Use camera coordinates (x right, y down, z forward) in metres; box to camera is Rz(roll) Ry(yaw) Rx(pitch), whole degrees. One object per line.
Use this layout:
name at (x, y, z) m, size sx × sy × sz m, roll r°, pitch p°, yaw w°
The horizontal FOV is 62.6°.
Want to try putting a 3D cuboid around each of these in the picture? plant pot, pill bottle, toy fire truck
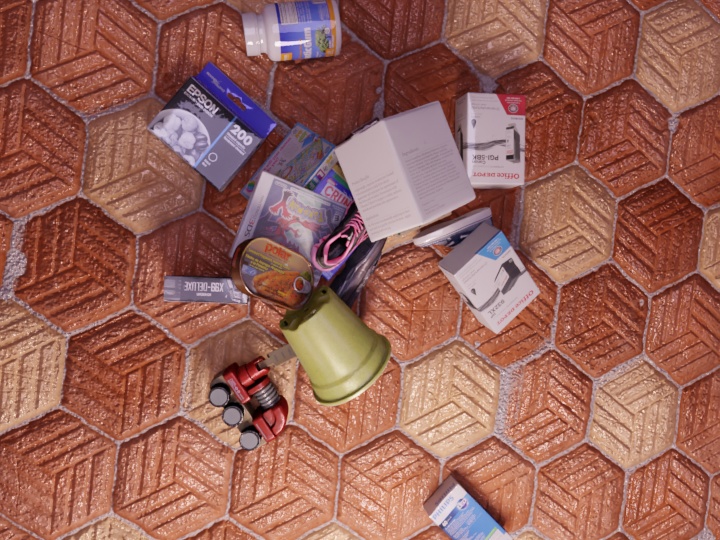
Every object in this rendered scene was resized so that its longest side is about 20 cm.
plant pot at (-0.066, 0.142, 1.231) m, size 0.200 × 0.200 × 0.185 m, roll -38°, pitch 112°, yaw -6°
pill bottle at (-0.145, -0.501, 1.241) m, size 0.197 × 0.112 × 0.114 m, roll -9°, pitch 95°, yaw -9°
toy fire truck at (-0.200, 0.256, 1.284) m, size 0.199 × 0.129 × 0.177 m, roll -33°, pitch 98°, yaw 3°

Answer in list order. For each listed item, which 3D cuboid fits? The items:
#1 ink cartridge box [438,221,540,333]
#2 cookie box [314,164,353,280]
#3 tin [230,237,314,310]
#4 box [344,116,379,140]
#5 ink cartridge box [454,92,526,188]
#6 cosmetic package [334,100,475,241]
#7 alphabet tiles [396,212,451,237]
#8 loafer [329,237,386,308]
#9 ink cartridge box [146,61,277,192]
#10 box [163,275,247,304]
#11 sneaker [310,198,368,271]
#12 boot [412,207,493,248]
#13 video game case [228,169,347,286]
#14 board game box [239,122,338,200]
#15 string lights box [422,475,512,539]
ink cartridge box at (0.292, 0.018, 1.333) m, size 0.145 × 0.084 × 0.200 m, roll -42°, pitch 118°, yaw -3°
cookie box at (-0.072, -0.109, 1.295) m, size 0.171 × 0.075 × 0.201 m, roll 40°, pitch 86°, yaw -10°
tin at (-0.167, 0.007, 1.145) m, size 0.199 × 0.041 × 0.114 m, roll 28°, pitch 72°, yaw -47°
box at (0.050, -0.225, 1.298) m, size 0.074 × 0.100 × 0.202 m, roll -30°, pitch 98°, yaw -7°
ink cartridge box at (0.294, -0.291, 1.346) m, size 0.144 × 0.083 × 0.203 m, roll -1°, pitch 93°, yaw -11°
cosmetic package at (0.084, -0.188, 1.141) m, size 0.164 × 0.164 × 0.202 m, roll -26°, pitch 97°, yaw -36°
alphabet tiles at (0.107, -0.173, 1.259) m, size 0.198 × 0.006 × 0.168 m, roll -24°, pitch 96°, yaw -9°
loafer at (0.000, 0.000, 1.327) m, size 0.063 × 0.072 × 0.201 m, roll 35°, pitch 93°, yaw -30°
ink cartridge box at (-0.311, -0.308, 1.259) m, size 0.198 × 0.043 × 0.201 m, roll 40°, pitch 85°, yaw -9°
box at (-0.304, 0.037, 1.199) m, size 0.155 × 0.200 × 0.051 m, roll 2°, pitch 89°, yaw -11°
sneaker at (-0.018, -0.078, 1.191) m, size 0.079 × 0.095 × 0.201 m, roll 40°, pitch 84°, yaw -8°
boot at (0.221, -0.069, 1.352) m, size 0.198 × 0.073 × 0.092 m, roll -21°, pitch 102°, yaw -9°
video game case at (-0.144, -0.081, 1.205) m, size 0.198 × 0.023 × 0.184 m, roll 20°, pitch 96°, yaw -27°
board game box at (-0.148, -0.205, 1.257) m, size 0.134 × 0.034 × 0.201 m, roll 37°, pitch 86°, yaw 33°
string lights box at (0.254, 0.597, 1.403) m, size 0.103 × 0.059 × 0.200 m, roll -45°, pitch 99°, yaw -5°
